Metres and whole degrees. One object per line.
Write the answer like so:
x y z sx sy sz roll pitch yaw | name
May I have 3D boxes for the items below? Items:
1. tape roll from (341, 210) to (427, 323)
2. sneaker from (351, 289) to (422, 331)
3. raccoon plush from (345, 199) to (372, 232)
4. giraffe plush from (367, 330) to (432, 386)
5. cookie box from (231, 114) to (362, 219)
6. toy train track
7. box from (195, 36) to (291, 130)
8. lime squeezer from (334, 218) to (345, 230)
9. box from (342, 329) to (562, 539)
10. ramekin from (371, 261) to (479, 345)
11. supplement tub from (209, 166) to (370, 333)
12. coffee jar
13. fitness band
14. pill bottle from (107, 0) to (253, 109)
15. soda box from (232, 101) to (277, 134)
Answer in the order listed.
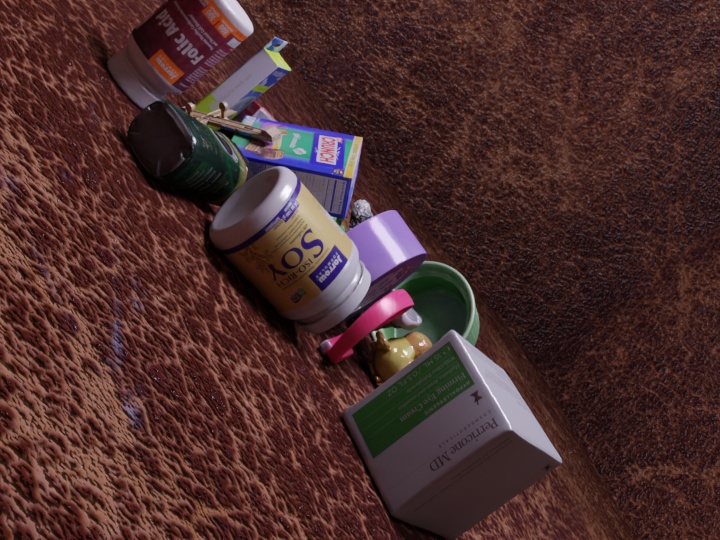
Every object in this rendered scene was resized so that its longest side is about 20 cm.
0.000 0.000 1.561 0.085 0.200 0.200 55 10 10 | tape roll
0.040 0.079 1.699 0.075 0.082 0.200 46 -8 -15 | sneaker
-0.044 -0.055 1.783 0.134 0.096 0.201 41 38 -52 | raccoon plush
0.090 0.171 1.632 0.199 0.173 0.162 -14 50 -42 | giraffe plush
-0.105 -0.167 1.588 0.198 0.076 0.171 12 29 0 | cookie box
-0.209 -0.240 1.580 0.199 0.033 0.115 20 34 30 | toy train track
-0.199 -0.313 1.718 0.048 0.200 0.122 52 10 -3 | box
-0.056 -0.094 1.735 0.200 0.038 0.071 -123 -171 -64 | lime squeezer
0.123 0.226 1.356 0.200 0.199 0.172 37 19 -53 | box
0.123 0.093 1.851 0.201 0.199 0.098 59 4 30 | ramekin
-0.093 -0.025 1.375 0.200 0.145 0.146 48 11 -24 | supplement tub
-0.226 -0.154 1.373 0.105 0.085 0.200 54 10 18 | coffee jar
0.012 0.080 1.501 0.038 0.143 0.200 52 9 6 | fitness band
-0.265 -0.332 1.471 0.114 0.200 0.114 50 10 -12 | pill bottle
-0.204 -0.271 1.830 0.063 0.070 0.200 45 0 -26 | soda box
